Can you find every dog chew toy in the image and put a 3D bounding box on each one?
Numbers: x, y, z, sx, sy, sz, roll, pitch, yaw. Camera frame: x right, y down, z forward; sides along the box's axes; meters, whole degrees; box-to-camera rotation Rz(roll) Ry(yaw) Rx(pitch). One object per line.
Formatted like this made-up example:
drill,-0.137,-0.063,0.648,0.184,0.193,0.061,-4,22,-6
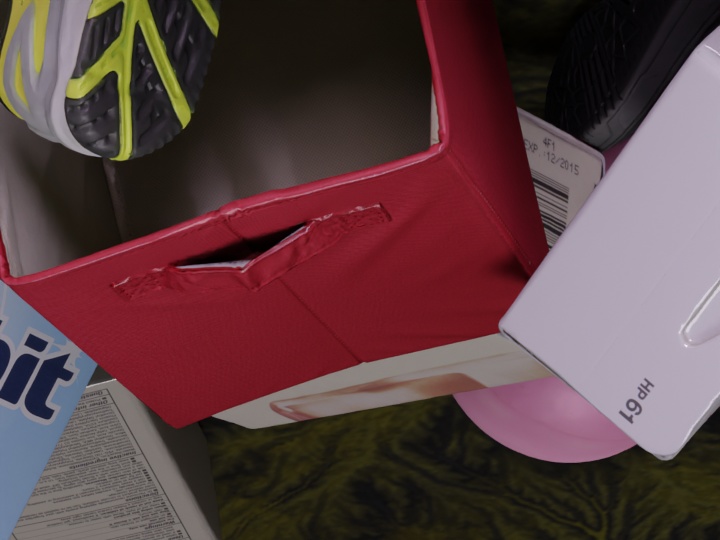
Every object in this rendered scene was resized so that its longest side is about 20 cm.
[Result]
dog chew toy,0.114,-0.004,1.346,0.124,0.125,0.200,6,138,-25

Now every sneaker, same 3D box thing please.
sneaker,-0.079,-0.139,1.012,0.076,0.201,0.075,11,168,44
sneaker,0.164,-0.109,1.231,0.104,0.060,0.200,10,138,-24

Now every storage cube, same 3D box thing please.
storage cube,-0.038,-0.067,1.119,0.170,0.201,0.180,-17,155,11

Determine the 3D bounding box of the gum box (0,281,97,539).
gum box,-0.181,0.019,1.240,0.044,0.201,0.170,24,175,43

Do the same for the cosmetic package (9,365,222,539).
cosmetic package,-0.140,0.078,1.446,0.103,0.073,0.200,-12,150,4

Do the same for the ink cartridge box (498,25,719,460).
ink cartridge box,0.153,-0.036,1.114,0.145,0.085,0.200,-57,171,31

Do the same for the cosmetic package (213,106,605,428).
cosmetic package,0.000,0.000,1.274,0.199,0.104,0.087,-10,155,42
